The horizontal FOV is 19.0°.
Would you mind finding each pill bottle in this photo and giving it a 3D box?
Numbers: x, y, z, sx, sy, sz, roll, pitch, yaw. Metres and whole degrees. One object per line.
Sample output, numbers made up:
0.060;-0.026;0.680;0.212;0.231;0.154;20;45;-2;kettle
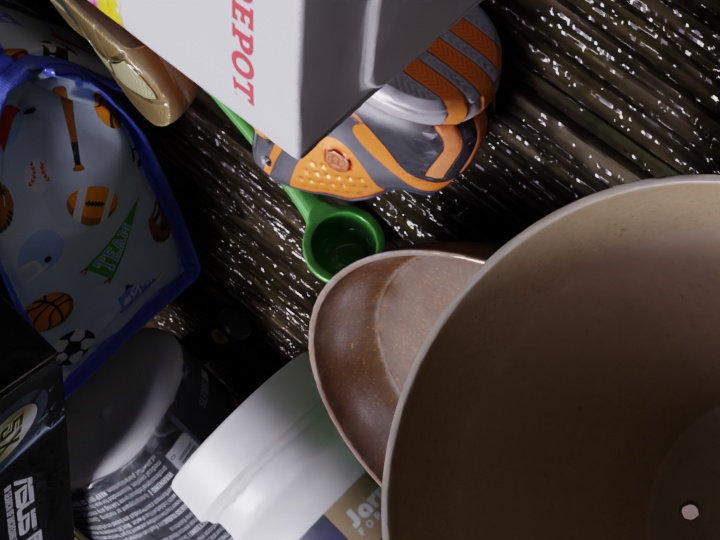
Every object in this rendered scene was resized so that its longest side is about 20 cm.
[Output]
-0.078;0.130;1.137;0.106;0.107;0.200;12;150;50;pill bottle
0.011;0.141;1.020;0.200;0.116;0.116;45;154;6;pill bottle

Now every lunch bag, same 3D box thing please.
-0.181;-0.067;1.030;0.170;0.124;0.201;33;158;32;lunch bag

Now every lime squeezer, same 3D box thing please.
0.000;0.000;0.951;0.201;0.038;0.071;57;-176;-20;lime squeezer

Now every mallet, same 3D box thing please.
-0.111;0.046;1.178;0.066;0.041;0.200;44;150;1;mallet

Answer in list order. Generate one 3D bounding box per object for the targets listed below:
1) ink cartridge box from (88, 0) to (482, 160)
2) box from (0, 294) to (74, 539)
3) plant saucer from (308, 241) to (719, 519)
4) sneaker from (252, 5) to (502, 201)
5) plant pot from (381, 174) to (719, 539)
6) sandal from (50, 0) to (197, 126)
-0.041;-0.169;0.637;0.200;0.146;0.147;38;152;20;ink cartridge box
-0.220;0.068;1.026;0.164;0.086;0.201;41;150;24;box
0.070;0.059;0.876;0.199;0.035;0.201;24;144;19;plant saucer
-0.040;-0.094;0.819;0.200;0.078;0.112;42;153;13;sneaker
0.123;0.080;0.716;0.200;0.201;0.134;35;-174;25;plant pot
-0.111;-0.134;0.893;0.200;0.054;0.080;49;174;39;sandal
